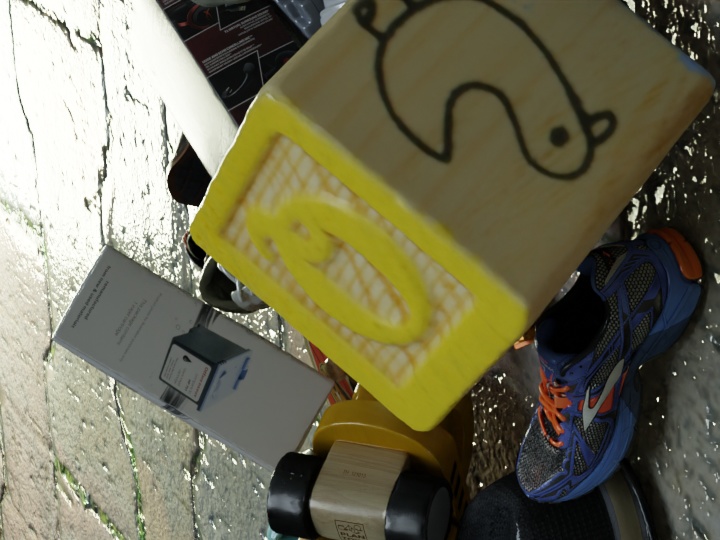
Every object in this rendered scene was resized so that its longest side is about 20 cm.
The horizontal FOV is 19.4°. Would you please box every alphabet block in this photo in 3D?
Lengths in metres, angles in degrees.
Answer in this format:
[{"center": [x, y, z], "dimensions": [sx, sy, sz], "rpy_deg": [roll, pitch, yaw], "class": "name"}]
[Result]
[{"center": [0.048, -0.062, 1.212], "dimensions": [0.195, 0.200, 0.197], "rpy_deg": [38, 151, 3], "class": "alphabet block"}]

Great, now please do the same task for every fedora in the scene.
[{"center": [0.118, 0.194, 1.398], "dimensions": [0.200, 0.091, 0.202], "rpy_deg": [36, 132, 56], "class": "fedora"}]

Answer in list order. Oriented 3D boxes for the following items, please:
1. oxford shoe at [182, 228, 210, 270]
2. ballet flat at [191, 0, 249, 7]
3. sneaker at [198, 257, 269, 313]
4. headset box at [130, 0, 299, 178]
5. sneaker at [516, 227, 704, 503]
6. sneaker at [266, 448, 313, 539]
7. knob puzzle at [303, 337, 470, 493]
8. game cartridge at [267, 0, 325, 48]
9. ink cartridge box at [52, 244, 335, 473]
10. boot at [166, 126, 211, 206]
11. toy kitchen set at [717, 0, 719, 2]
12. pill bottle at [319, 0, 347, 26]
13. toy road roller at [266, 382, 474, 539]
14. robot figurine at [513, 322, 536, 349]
[{"center": [-0.112, -0.040, 1.746], "dimensions": [0.200, 0.074, 0.071], "rpy_deg": [-124, 32, -69], "class": "oxford shoe"}, {"center": [-0.070, -0.258, 1.508], "dimensions": [0.063, 0.200, 0.068], "rpy_deg": [-9, 125, 38], "class": "ballet flat"}, {"center": [-0.063, -0.002, 1.535], "dimensions": [0.073, 0.070, 0.200], "rpy_deg": [64, 156, 5], "class": "sneaker"}, {"center": [-0.101, -0.149, 1.563], "dimensions": [0.201, 0.075, 0.149], "rpy_deg": [56, 164, 17], "class": "headset box"}, {"center": [0.133, 0.057, 1.291], "dimensions": [0.075, 0.078, 0.201], "rpy_deg": [53, 132, 47], "class": "sneaker"}, {"center": [0.006, 0.209, 1.605], "dimensions": [0.199, 0.087, 0.078], "rpy_deg": [15, 155, 50], "class": "sneaker"}, {"center": [-0.003, 0.095, 1.600], "dimensions": [0.220, 0.030, 0.220], "rpy_deg": [51, 159, 28], "class": "knob puzzle"}, {"center": [-0.056, -0.195, 1.599], "dimensions": [0.200, 0.042, 0.133], "rpy_deg": [43, 175, 48], "class": "game cartridge"}, {"center": [-0.129, 0.069, 1.597], "dimensions": [0.086, 0.199, 0.146], "rpy_deg": [-61, 6, -6], "class": "ink cartridge box"}, {"center": [-0.127, -0.137, 1.839], "dimensions": [0.200, 0.074, 0.098], "rpy_deg": [118, 155, -59], "class": "boot"}, {"center": [0.193, -0.229, 1.120], "dimensions": [0.199, 0.180, 0.164], "rpy_deg": [32, 94, 15], "class": "toy kitchen set"}, {"center": [-0.004, -0.260, 1.449], "dimensions": [0.112, 0.111, 0.202], "rpy_deg": [-10, 91, 65], "class": "pill bottle"}, {"center": [0.028, 0.164, 1.480], "dimensions": [0.122, 0.146, 0.201], "rpy_deg": [7, 140, 22], "class": "toy road roller"}, {"center": [0.055, -0.032, 1.448], "dimensions": [0.144, 0.058, 0.201], "rpy_deg": [-24, 76, 35], "class": "robot figurine"}]
